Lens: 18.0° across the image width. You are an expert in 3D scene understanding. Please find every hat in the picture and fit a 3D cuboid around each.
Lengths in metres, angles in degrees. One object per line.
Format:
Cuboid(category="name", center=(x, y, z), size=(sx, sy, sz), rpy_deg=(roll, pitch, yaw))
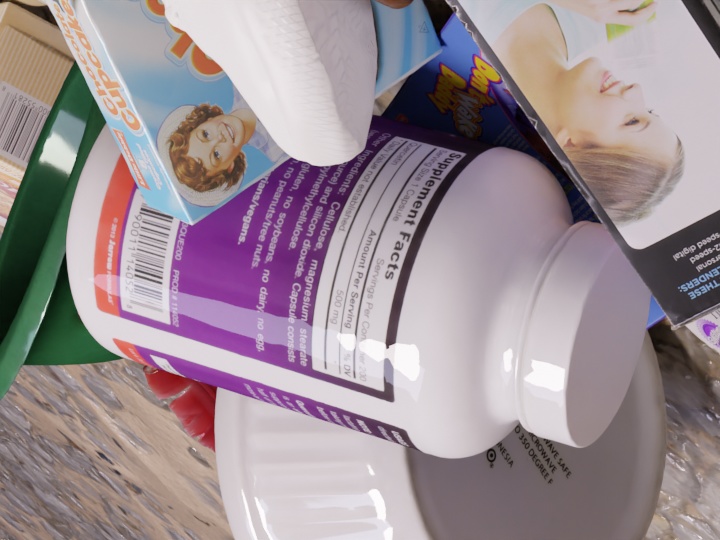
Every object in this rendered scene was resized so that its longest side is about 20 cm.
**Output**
Cuboid(category="hat", center=(-0.059, 0.006, 0.962), size=(0.175, 0.167, 0.200), rpy_deg=(20, 166, -15))

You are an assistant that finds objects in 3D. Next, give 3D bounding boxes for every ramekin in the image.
Cuboid(category="ramekin", center=(0.043, 0.067, 0.953), size=(0.094, 0.203, 0.203), rpy_deg=(-5, 133, 49))

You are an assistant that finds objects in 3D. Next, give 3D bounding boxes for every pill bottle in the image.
Cuboid(category="pill bottle", center=(0.000, 0.000, 0.825), size=(0.199, 0.113, 0.113), rpy_deg=(16, 153, 24))

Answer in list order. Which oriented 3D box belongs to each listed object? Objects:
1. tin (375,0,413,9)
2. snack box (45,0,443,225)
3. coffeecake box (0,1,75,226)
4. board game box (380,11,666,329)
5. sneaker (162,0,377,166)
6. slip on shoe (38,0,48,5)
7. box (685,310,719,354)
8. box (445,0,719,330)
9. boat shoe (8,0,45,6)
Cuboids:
Cuboid(category="tin", center=(-0.011, -0.140, 0.654), size=(0.200, 0.042, 0.113), rpy_deg=(8, -114, -68))
Cuboid(category="snack box", center=(-0.058, -0.130, 0.745), size=(0.037, 0.116, 0.201), rpy_deg=(21, 142, 55))
Cuboid(category="coffeecake box", center=(-0.168, -0.068, 1.164), size=(0.153, 0.073, 0.200), rpy_deg=(27, 169, -29))
Cuboid(category="board game box", center=(0.088, -0.053, 0.813), size=(0.134, 0.045, 0.200), rpy_deg=(41, 161, -1))
Cuboid(category="sneaker", center=(-0.064, -0.116, 0.672), size=(0.201, 0.088, 0.075), rpy_deg=(65, -162, -10))
Cuboid(category="slip on shoe", center=(-0.129, -0.151, 0.905), size=(0.074, 0.061, 0.200), rpy_deg=(23, -163, -36))
Cuboid(category="box", center=(0.165, -0.009, 0.775), size=(0.039, 0.041, 0.200), rpy_deg=(41, 162, 0))
Cuboid(category="box", center=(0.062, -0.098, 0.623), size=(0.060, 0.117, 0.200), rpy_deg=(-27, 112, 23))
Cuboid(category="boat shoe", center=(-0.216, -0.186, 1.056), size=(0.200, 0.074, 0.066), rpy_deg=(36, 156, 12))
